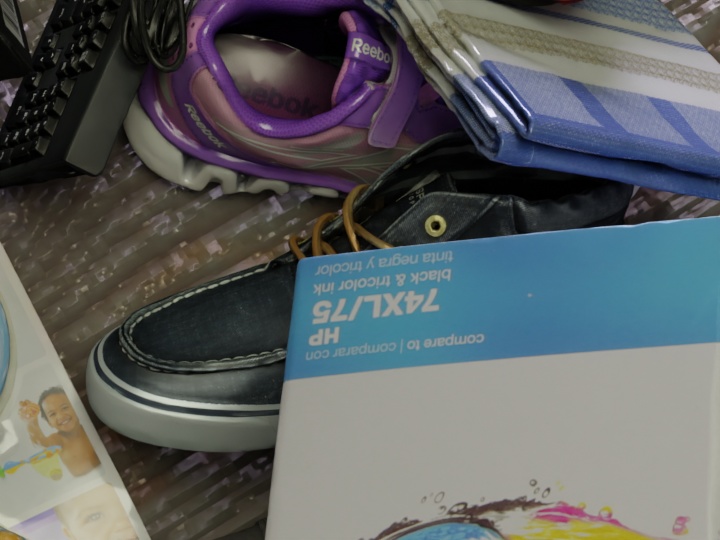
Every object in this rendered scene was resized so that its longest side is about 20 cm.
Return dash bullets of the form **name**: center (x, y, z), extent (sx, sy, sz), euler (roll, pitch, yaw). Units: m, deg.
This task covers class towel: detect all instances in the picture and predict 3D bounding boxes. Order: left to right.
- **towel**: center (0.064, -0.083, 1.060), extent (0.147, 0.024, 0.200), euler (8, 29, -33)

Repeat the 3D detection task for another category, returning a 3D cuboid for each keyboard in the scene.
- **keyboard**: center (-0.086, -0.126, 1.087), extent (0.040, 0.104, 0.200), euler (33, 65, -32)

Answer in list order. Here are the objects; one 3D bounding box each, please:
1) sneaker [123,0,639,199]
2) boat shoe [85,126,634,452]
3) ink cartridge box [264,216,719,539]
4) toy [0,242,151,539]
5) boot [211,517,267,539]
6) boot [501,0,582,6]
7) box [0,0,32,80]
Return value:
- **sneaker**: center (0.015, -0.062, 1.090), extent (0.200, 0.088, 0.081), euler (8, 69, -8)
- **boat shoe**: center (0.000, 0.000, 1.056), extent (0.200, 0.091, 0.071), euler (-10, 41, -16)
- **ink cartridge box**: center (0.061, 0.110, 0.920), extent (0.146, 0.147, 0.200), euler (-5, 59, 20)
- **toy**: center (-0.161, 0.038, 1.049), extent (0.115, 0.047, 0.200), euler (-24, 77, -18)
- **boot**: center (0.017, 0.156, 1.026), extent (0.132, 0.070, 0.200), euler (-31, 78, -19)
- **boot**: center (0.098, -0.131, 1.084), extent (0.200, 0.073, 0.144), euler (5, 31, -26)
- **box**: center (-0.211, -0.154, 1.073), extent (0.141, 0.079, 0.200), euler (-16, 74, 6)
